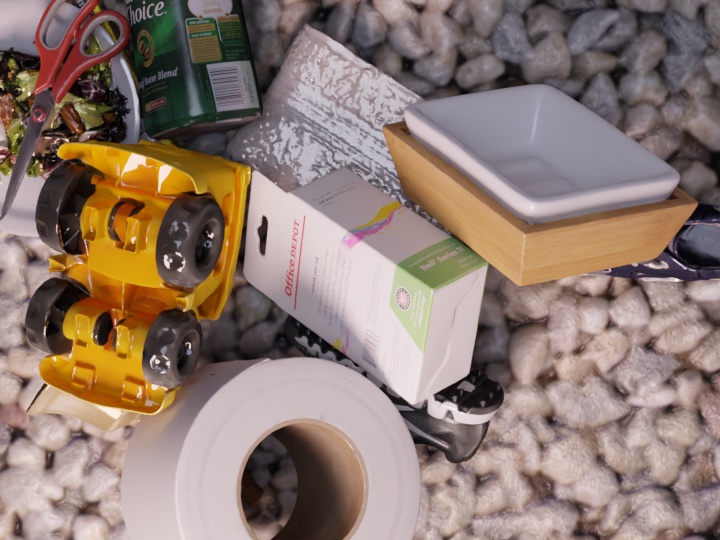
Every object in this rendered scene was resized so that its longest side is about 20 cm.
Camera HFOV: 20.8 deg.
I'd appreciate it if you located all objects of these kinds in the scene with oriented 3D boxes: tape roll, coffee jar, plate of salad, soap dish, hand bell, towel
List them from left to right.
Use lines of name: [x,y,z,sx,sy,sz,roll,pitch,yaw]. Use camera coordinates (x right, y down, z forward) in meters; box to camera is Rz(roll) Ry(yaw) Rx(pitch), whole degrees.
plate of salad: [-0.276,-0.126,1.607,0.200,0.048,0.200,2,97,18]
hand bell: [-0.164,0.130,1.619,0.200,0.104,0.104,35,97,-7]
coffee jar: [-0.141,-0.209,1.576,0.085,0.104,0.200,-9,88,-29]
tape roll: [-0.071,0.169,1.526,0.203,0.139,0.203,2,85,-24]
towel: [0.001,-0.094,1.599,0.200,0.034,0.133,34,96,6]
soap dish: [0.131,-0.066,1.489,0.157,0.200,0.081,-11,122,-28]

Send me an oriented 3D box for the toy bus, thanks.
toy bus: [-0.158,-0.006,1.549,0.136,0.192,0.200,14,105,20]

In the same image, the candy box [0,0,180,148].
candy box: [-0.231,-0.146,1.634,0.102,0.026,0.200,-29,88,12]

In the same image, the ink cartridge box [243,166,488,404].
ink cartridge box: [0.000,0.000,1.537,0.200,0.067,0.117,35,134,31]

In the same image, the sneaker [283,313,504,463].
sneaker: [0.019,0.097,1.586,0.200,0.066,0.091,25,128,22]

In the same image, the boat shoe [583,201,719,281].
boat shoe: [0.220,-0.028,1.540,0.200,0.093,0.075,0,93,8]

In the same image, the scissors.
scissors: [-0.257,-0.138,1.571,0.073,0.014,0.200,33,88,10]
